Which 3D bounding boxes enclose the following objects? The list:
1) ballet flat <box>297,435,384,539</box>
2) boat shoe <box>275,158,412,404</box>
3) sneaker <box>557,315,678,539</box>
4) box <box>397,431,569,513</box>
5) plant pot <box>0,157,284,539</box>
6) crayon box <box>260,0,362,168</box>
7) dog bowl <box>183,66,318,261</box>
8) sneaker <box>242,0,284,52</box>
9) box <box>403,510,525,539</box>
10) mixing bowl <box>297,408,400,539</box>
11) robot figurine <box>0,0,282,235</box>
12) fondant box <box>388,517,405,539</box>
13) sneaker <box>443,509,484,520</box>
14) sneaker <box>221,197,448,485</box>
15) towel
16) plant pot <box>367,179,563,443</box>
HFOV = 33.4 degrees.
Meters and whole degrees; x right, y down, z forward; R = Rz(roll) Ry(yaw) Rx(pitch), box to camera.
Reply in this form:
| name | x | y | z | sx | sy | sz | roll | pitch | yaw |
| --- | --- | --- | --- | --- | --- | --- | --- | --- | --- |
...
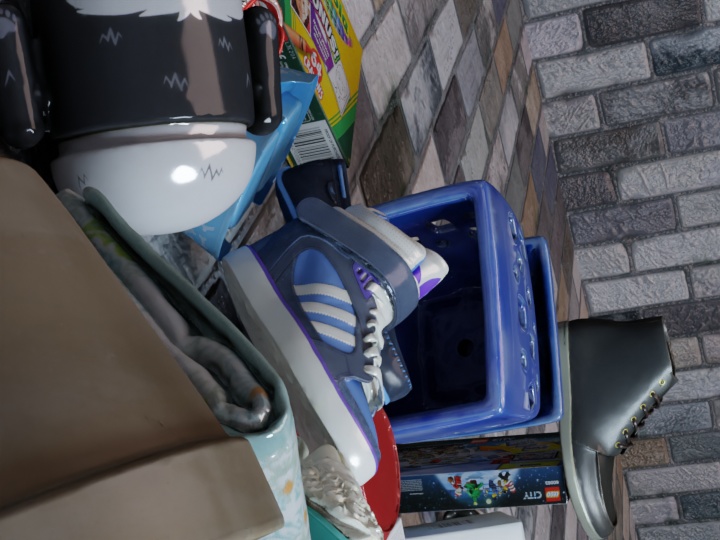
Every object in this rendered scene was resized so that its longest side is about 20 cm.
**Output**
| name | x | y | z | sx | sy | sz | roll | pitch | yaw |
| --- | --- | --- | --- | --- | --- | --- | --- | --- | --- |
| ballet flat | -0.046 | 0.125 | 0.717 | 0.072 | 0.200 | 0.072 | -10 | 105 | -42 |
| boat shoe | 0.000 | 0.000 | 0.908 | 0.084 | 0.068 | 0.201 | 113 | -46 | -77 |
| sneaker | 0.237 | 0.140 | 1.083 | 0.075 | 0.106 | 0.201 | 7 | 76 | -72 |
| box | 0.108 | 0.196 | 1.164 | 0.137 | 0.199 | 0.038 | -19 | 101 | -72 |
| plant pot | -0.152 | 0.058 | 0.463 | 0.174 | 0.200 | 0.200 | 66 | 15 | 9 |
| crayon box | -0.059 | -0.217 | 1.082 | 0.200 | 0.058 | 0.173 | 64 | 24 | -44 |
| dog bowl | -0.086 | -0.087 | 0.868 | 0.200 | 0.049 | 0.112 | -67 | -177 | -61 |
| sneaker | -0.102 | -0.181 | 0.839 | 0.202 | 0.108 | 0.067 | -82 | 156 | -45 |
| box | 0.100 | 0.343 | 1.149 | 0.097 | 0.124 | 0.201 | 132 | -49 | -82 |
| mixing bowl | -0.035 | 0.151 | 0.884 | 0.200 | 0.108 | 0.201 | -9 | 90 | -72 |
| robot figurine | -0.127 | -0.121 | 0.697 | 0.125 | 0.150 | 0.201 | -21 | 104 | -85 |
| fondant box | -0.001 | 0.309 | 0.996 | 0.200 | 0.058 | 0.145 | -28 | 108 | -71 |
| sneaker | 0.123 | 0.353 | 1.355 | 0.088 | 0.073 | 0.200 | 57 | 24 | -53 |
| sneaker | 0.008 | 0.035 | 0.802 | 0.200 | 0.146 | 0.081 | 57 | -20 | 34 |
| towel | -0.091 | 0.065 | 0.624 | 0.200 | 0.048 | 0.171 | 45 | -23 | 34 |
| plant pot | 0.068 | 0.054 | 1.055 | 0.180 | 0.199 | 0.201 | 21 | 61 | -56 |
